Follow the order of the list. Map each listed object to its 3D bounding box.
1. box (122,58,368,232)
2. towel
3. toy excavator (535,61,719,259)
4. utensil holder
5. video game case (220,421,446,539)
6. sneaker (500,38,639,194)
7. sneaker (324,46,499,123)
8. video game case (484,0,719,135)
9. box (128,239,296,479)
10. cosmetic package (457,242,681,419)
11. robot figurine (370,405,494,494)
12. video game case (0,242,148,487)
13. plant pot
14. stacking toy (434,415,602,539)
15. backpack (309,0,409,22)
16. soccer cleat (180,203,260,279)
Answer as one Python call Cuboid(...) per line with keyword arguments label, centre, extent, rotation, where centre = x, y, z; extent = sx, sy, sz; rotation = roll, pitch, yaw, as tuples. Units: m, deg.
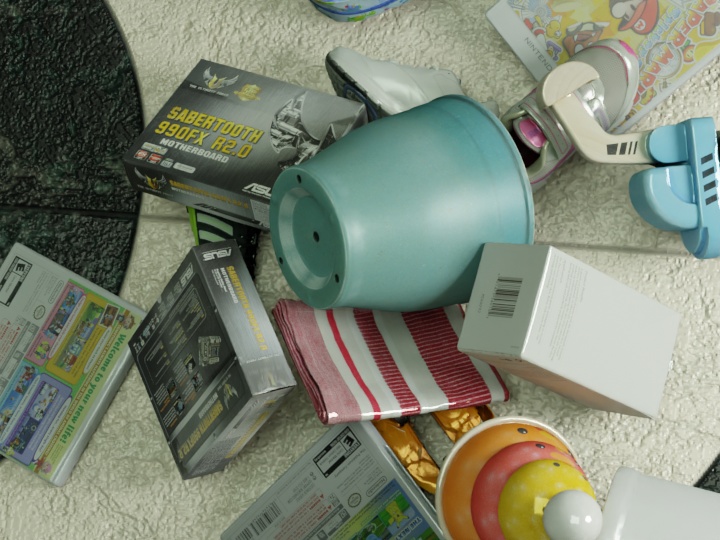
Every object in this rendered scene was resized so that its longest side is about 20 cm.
Cuboid(label="box", centre=(-0.114, -0.125, 1.742), extent=(0.200, 0.048, 0.158), rotation=(18, 55, 23))
Cuboid(label="towel", centre=(0.029, 0.077, 1.625), extent=(0.200, 0.023, 0.144), rotation=(-5, 49, -29))
Cuboid(label="toy excavator", centre=(0.271, -0.103, 1.602), extent=(0.200, 0.100, 0.195), rotation=(-7, 90, -6))
Cuboid(label="utensil holder", centre=(0.306, 0.275, 1.510), extent=(0.200, 0.170, 0.170), rotation=(11, 79, 14))
Cuboid(label="video game case", centre=(-0.018, 0.262, 1.640), extent=(0.200, 0.022, 0.182), rotation=(-45, 69, 20))
Cuboid(label="sneaker", centre=(0.188, -0.141, 1.662), extent=(0.081, 0.088, 0.200), rotation=(45, 108, 10))
Cuboid(label="sneaker", centre=(0.052, -0.173, 1.753), extent=(0.200, 0.075, 0.087), rotation=(34, 68, 18))
Cuboid(label="video game case", centre=(0.249, -0.245, 1.682), extent=(0.200, 0.023, 0.182), rotation=(-40, 82, 22))
Cuboid(label="box", centre=(-0.146, 0.088, 1.660), extent=(0.048, 0.200, 0.159), rotation=(-12, 67, -33))
Cuboid(label="cosmetic package", centre=(0.194, 0.056, 1.572), extent=(0.085, 0.200, 0.108), rotation=(4, 73, 47))
Cuboid(label="robot figurine", centre=(0.083, 0.174, 1.649), extent=(0.145, 0.058, 0.200), rotation=(-37, 69, 3))
Cuboid(label="video game case", centre=(-0.334, 0.096, 1.797), extent=(0.182, 0.022, 0.200), rotation=(27, 83, 19))
Cuboid(label="plant pot", centre=(0.025, -0.050, 1.601), extent=(0.188, 0.200, 0.200), rotation=(-14, 67, -31))
Cuboid(label="stacking toy", centre=(0.160, 0.206, 1.495), extent=(0.146, 0.200, 0.146), rotation=(0, 91, -17))
Cuboid(label="backpack", centre=(0.017, -0.345, 1.771), extent=(0.200, 0.154, 0.163), rotation=(-32, 77, 18))
Cuboid(label="soccer cleat", centre=(-0.131, -0.036, 1.757), extent=(0.081, 0.068, 0.200), rotation=(-21, 69, 7))
